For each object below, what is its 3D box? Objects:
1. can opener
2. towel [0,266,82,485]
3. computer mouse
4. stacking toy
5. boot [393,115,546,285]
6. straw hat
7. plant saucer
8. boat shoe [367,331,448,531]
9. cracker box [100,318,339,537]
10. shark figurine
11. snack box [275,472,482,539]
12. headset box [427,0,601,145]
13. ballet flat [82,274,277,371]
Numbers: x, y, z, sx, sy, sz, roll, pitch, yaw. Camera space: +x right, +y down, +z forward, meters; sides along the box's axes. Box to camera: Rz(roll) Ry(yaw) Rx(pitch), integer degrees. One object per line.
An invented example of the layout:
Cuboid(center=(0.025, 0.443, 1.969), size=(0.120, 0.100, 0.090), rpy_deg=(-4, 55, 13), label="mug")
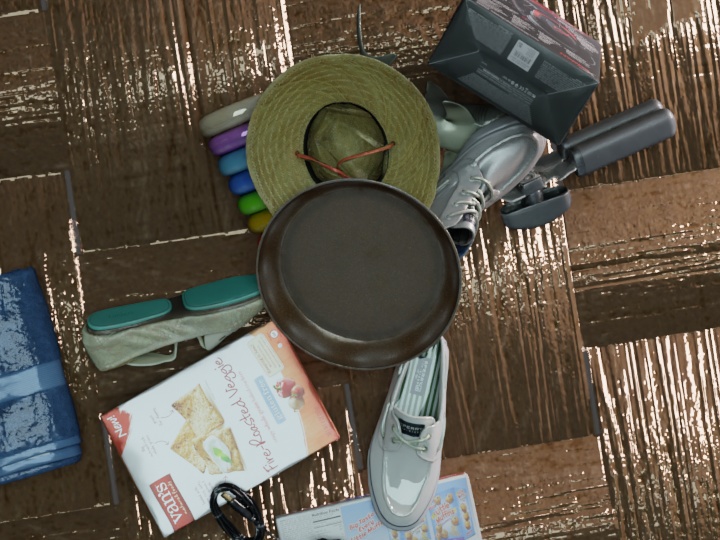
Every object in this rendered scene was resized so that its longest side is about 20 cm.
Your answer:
Cuboid(center=(0.227, -0.105, 1.681), size=(0.198, 0.053, 0.067), rpy_deg=(-23, 121, -6), label="can opener")
Cuboid(center=(-0.345, 0.103, 1.617), size=(0.110, 0.049, 0.202), rpy_deg=(-15, 88, -6), label="towel")
Cuboid(center=(-0.064, 0.271, 1.601), size=(0.199, 0.034, 0.059), rpy_deg=(34, 99, -14), label="computer mouse")
Cuboid(center=(-0.087, -0.070, 1.635), size=(0.085, 0.085, 0.202), rpy_deg=(-22, 94, -5), label="stacking toy")
Cuboid(center=(0.107, -0.063, 1.609), size=(0.200, 0.096, 0.073), rpy_deg=(-41, 120, 16), label="boot")
Cuboid(center=(-0.013, -0.121, 1.599), size=(0.198, 0.085, 0.204), rpy_deg=(2, 111, 5), label="straw hat")
Cuboid(center=(0.000, 0.000, 1.580), size=(0.197, 0.032, 0.203), rpy_deg=(4, 117, 8), label="plant saucer")
Cuboid(center=(0.047, 0.152, 1.623), size=(0.073, 0.067, 0.203), rpy_deg=(6, 78, 0), label="boat shoe")
Cuboid(center=(-0.137, 0.153, 1.626), size=(0.199, 0.058, 0.135), rpy_deg=(-29, 90, -5), label="cracker box")
Cuboid(center=(0.062, -0.171, 1.644), size=(0.213, 0.128, 0.090), rpy_deg=(22, 43, -24), label="shark figurine")
Cuboid(center=(0.018, 0.258, 1.649), size=(0.197, 0.024, 0.073), rpy_deg=(-12, 88, -5), label="snack box")
Cuboid(center=(0.154, -0.212, 1.604), size=(0.148, 0.200, 0.075), rpy_deg=(31, 111, -3), label="headset box")
Cuboid(center=(-0.175, 0.054, 1.635), size=(0.197, 0.068, 0.063), rpy_deg=(-12, 116, -2), label="ballet flat")
